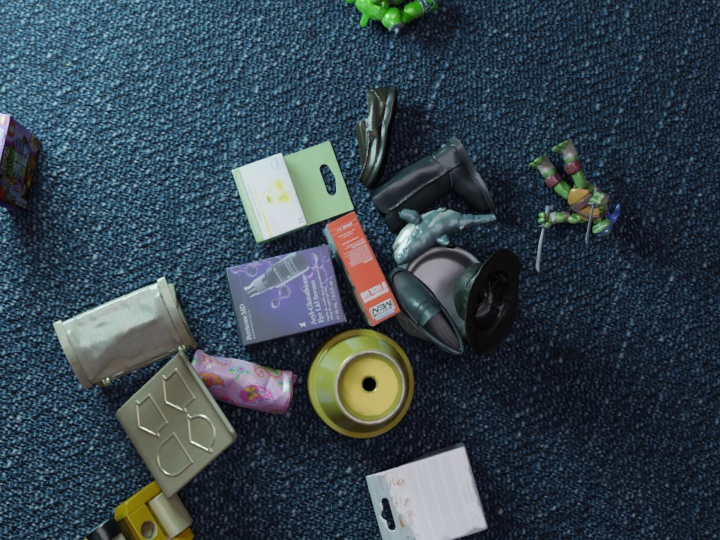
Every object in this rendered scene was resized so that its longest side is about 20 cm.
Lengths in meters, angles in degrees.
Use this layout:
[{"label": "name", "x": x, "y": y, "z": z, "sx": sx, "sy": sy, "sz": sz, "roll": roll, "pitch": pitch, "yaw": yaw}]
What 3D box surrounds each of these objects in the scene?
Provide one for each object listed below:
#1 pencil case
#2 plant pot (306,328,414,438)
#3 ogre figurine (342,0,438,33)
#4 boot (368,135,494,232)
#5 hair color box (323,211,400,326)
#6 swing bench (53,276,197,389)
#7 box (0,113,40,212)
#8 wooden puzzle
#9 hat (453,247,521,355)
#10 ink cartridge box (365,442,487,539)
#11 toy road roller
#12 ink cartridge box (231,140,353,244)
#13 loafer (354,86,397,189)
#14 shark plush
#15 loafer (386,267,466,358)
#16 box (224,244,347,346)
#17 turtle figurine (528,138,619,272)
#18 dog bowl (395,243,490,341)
[{"label": "pencil case", "x": -0.217, "y": 0.205, "z": 1.713, "sx": 0.197, "sy": 0.087, "sz": 0.089, "roll": 13, "pitch": 85, "yaw": -6}, {"label": "plant pot", "x": 0.007, "y": 0.204, "z": 1.685, "sx": 0.198, "sy": 0.189, "sz": 0.204, "roll": 1, "pitch": 85, "yaw": -7}, {"label": "ogre figurine", "x": 0.043, "y": -0.529, "z": 1.789, "sx": 0.200, "sy": 0.098, "sz": 0.121, "roll": 40, "pitch": 64, "yaw": -18}, {"label": "boot", "x": 0.136, "y": -0.133, "z": 1.782, "sx": 0.199, "sy": 0.066, "sz": 0.166, "roll": -34, "pitch": 105, "yaw": -4}, {"label": "hair color box", "x": 0.000, "y": 0.000, "z": 1.736, "sx": 0.063, "sy": 0.111, "sz": 0.202, "roll": -26, "pitch": 89, "yaw": -7}, {"label": "swing bench", "x": -0.403, "y": 0.113, "z": 1.635, "sx": 0.197, "sy": 0.200, "sz": 0.131, "roll": -23, "pitch": 89, "yaw": -7}, {"label": "box", "x": -0.614, "y": -0.184, "z": 1.630, "sx": 0.039, "sy": 0.200, "sz": 0.139, "roll": 10, "pitch": 85, "yaw": -4}, {"label": "wooden puzzle", "x": -0.320, "y": 0.271, "z": 1.650, "sx": 0.200, "sy": 0.046, "sz": 0.186, "roll": -43, "pitch": 74, "yaw": 20}, {"label": "hat", "x": 0.216, "y": 0.049, "z": 1.706, "sx": 0.080, "sy": 0.200, "sz": 0.203, "roll": 17, "pitch": 82, "yaw": 35}, {"label": "ink cartridge box", "x": 0.124, "y": 0.432, "z": 1.759, "sx": 0.197, "sy": 0.047, "sz": 0.162, "roll": -16, "pitch": 89, "yaw": -2}, {"label": "toy road roller", "x": -0.411, "y": 0.479, "z": 1.667, "sx": 0.199, "sy": 0.145, "sz": 0.124, "roll": -33, "pitch": 90, "yaw": -45}, {"label": "ink cartridge box", "x": -0.126, "y": -0.151, "z": 1.764, "sx": 0.198, "sy": 0.048, "sz": 0.147, "roll": -20, "pitch": 88, "yaw": -5}, {"label": "loafer", "x": 0.022, "y": -0.255, "z": 1.783, "sx": 0.070, "sy": 0.073, "sz": 0.203, "roll": 11, "pitch": 82, "yaw": 6}, {"label": "shark plush", "x": 0.155, "y": -0.065, "z": 1.749, "sx": 0.197, "sy": 0.091, "sz": 0.084, "roll": -8, "pitch": 52, "yaw": -8}, {"label": "loafer", "x": 0.124, "y": 0.076, "z": 1.707, "sx": 0.068, "sy": 0.070, "sz": 0.201, "roll": -39, "pitch": 91, "yaw": -8}, {"label": "box", "x": -0.139, "y": 0.048, "z": 1.720, "sx": 0.197, "sy": 0.104, "sz": 0.150, "roll": -14, "pitch": 88, "yaw": -8}, {"label": "turtle figurine", "x": 0.393, "y": -0.135, "z": 1.777, "sx": 0.198, "sy": 0.144, "sz": 0.196, "roll": -29, "pitch": 86, "yaw": -11}, {"label": "dog bowl", "x": 0.158, "y": 0.044, "z": 1.779, "sx": 0.197, "sy": 0.059, "sz": 0.203, "roll": 0, "pitch": 87, "yaw": -7}]
